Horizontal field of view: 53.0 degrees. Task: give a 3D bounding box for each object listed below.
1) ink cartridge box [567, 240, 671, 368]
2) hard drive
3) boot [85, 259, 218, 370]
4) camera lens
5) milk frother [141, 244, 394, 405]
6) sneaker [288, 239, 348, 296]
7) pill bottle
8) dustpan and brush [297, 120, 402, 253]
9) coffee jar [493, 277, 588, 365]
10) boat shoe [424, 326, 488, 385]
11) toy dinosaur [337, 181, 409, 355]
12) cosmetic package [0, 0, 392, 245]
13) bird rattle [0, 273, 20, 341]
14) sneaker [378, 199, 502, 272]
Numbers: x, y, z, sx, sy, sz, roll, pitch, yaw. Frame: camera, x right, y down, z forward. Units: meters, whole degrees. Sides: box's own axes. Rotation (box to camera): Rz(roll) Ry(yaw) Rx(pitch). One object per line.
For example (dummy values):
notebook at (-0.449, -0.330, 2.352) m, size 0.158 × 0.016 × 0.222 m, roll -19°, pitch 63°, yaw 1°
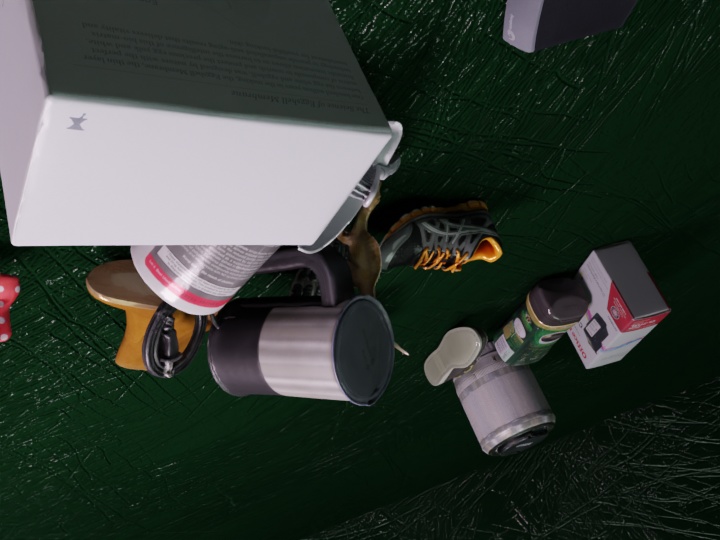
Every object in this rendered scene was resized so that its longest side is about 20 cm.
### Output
ink cartridge box at (0.445, 0.067, 1.302) m, size 0.082 × 0.147 × 0.201 m, roll -13°, pitch 151°, yaw -17°
hard drive at (0.199, -0.276, 0.610) m, size 0.134 × 0.043 × 0.201 m, roll -18°, pitch 152°, yaw -11°
boot at (-0.248, 0.062, 0.823) m, size 0.144 × 0.071 × 0.200 m, roll -47°, pitch 153°, yaw 24°
camera lens at (0.288, 0.262, 1.467) m, size 0.159 × 0.201 × 0.160 m, roll -18°, pitch 152°, yaw -10°
milk frother at (-0.098, 0.079, 0.777) m, size 0.187 × 0.182 × 0.200 m, roll -4°, pitch -156°, yaw 35°
sneaker at (-0.069, 0.040, 0.934) m, size 0.077 × 0.080 × 0.201 m, roll 11°, pitch 121°, yaw -23°
pill bottle at (-0.113, -0.061, 0.668) m, size 0.200 × 0.111 × 0.110 m, roll -44°, pitch 147°, yaw 22°
dustpan and brush at (0.009, -0.096, 0.706) m, size 0.057 × 0.200 × 0.140 m, roll 29°, pitch 114°, yaw -6°
coffee jar at (0.329, 0.094, 1.326) m, size 0.103 × 0.086 × 0.201 m, roll -7°, pitch 150°, yaw -23°
boat shoe at (0.185, 0.152, 1.339) m, size 0.060 × 0.072 × 0.201 m, roll -13°, pitch 158°, yaw -28°
toy dinosaur at (0.000, 0.000, 0.833) m, size 0.058 × 0.202 × 0.101 m, roll -9°, pitch -176°, yaw -31°
cosmetic package at (-0.118, -0.128, 0.454) m, size 0.198 × 0.201 × 0.123 m, roll -1°, pitch 146°, yaw -36°
bird rattle at (-0.379, 0.003, 0.605) m, size 0.199 × 0.113 × 0.164 m, roll 4°, pitch 126°, yaw -47°
sneaker at (0.102, -0.033, 0.906) m, size 0.199 × 0.078 × 0.078 m, roll -17°, pitch 155°, yaw -31°
